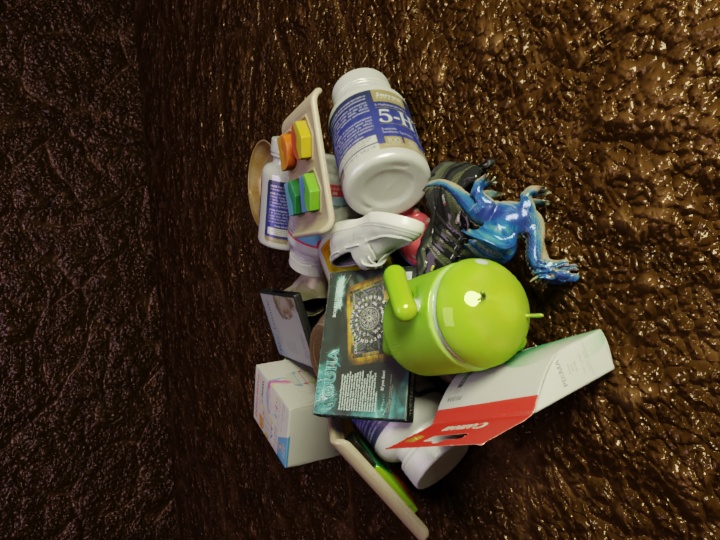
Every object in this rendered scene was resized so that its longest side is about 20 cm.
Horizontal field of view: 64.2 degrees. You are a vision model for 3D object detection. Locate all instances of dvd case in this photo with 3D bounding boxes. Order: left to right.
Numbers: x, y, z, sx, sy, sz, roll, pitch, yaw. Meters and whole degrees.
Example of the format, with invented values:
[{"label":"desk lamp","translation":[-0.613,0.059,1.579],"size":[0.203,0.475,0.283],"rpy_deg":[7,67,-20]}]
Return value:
[{"label":"dvd case","translation":[-0.139,0.108,1.114],"size":[0.200,0.017,0.144],"rpy_deg":[1,110,62]}]

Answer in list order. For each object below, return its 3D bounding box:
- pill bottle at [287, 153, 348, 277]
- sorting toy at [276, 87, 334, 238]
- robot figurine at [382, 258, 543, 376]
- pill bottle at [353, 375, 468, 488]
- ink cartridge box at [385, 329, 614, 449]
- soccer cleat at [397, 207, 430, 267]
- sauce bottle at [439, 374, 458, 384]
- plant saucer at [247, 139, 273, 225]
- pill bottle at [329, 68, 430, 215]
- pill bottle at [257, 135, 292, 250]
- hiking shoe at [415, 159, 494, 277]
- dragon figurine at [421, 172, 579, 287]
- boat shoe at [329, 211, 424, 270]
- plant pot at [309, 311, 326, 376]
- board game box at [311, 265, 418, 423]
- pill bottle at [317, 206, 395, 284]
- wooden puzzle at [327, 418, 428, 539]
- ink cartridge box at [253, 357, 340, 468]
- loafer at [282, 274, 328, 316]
[{"label":"pill bottle","translation":[-0.070,-0.094,1.011],"size":[0.109,0.108,0.201],"rpy_deg":[49,134,46]},{"label":"sorting toy","translation":[-0.089,-0.152,0.867],"size":[0.185,0.036,0.202],"rpy_deg":[-178,83,-70]},{"label":"robot figurine","translation":[0.101,0.055,0.634],"size":[0.200,0.174,0.117],"rpy_deg":[-25,51,59]},{"label":"pill bottle","translation":[0.051,0.192,0.799],"size":[0.200,0.119,0.120],"rpy_deg":[48,134,33]},{"label":"ink cartridge box","translation":[0.136,0.124,0.591],"size":[0.161,0.199,0.050],"rpy_deg":[-32,74,56]},{"label":"soccer cleat","translation":[0.062,-0.061,0.848],"size":[0.200,0.066,0.077],"rpy_deg":[53,168,36]},{"label":"sauce bottle","translation":[0.115,0.100,0.758],"size":[0.201,0.064,0.065],"rpy_deg":[65,144,33]},{"label":"plant saucer","translation":[-0.207,-0.194,1.307],"size":[0.200,0.035,0.202],"rpy_deg":[14,106,59]},{"label":"pill bottle","translation":[0.019,-0.187,0.812],"size":[0.120,0.119,0.201],"rpy_deg":[123,144,-46]},{"label":"pill bottle","translation":[-0.132,-0.149,1.102],"size":[0.120,0.119,0.202],"rpy_deg":[34,123,53]},{"label":"hiking shoe","translation":[0.124,-0.037,0.714],"size":[0.100,0.075,0.202],"rpy_deg":[10,101,62]},{"label":"dragon figurine","translation":[0.145,-0.045,0.627],"size":[0.199,0.059,0.100],"rpy_deg":[17,79,19]},{"label":"boat shoe","translation":[0.012,-0.034,0.768],"size":[0.199,0.072,0.069],"rpy_deg":[-1,76,55]},{"label":"plant pot","translation":[-0.025,0.136,0.979],"size":[0.200,0.092,0.203],"rpy_deg":[12,104,58]},{"label":"board game box","translation":[0.011,0.095,0.763],"size":[0.134,0.028,0.202],"rpy_deg":[-3,68,26]},{"label":"pill bottle","translation":[0.000,0.000,0.901],"size":[0.109,0.108,0.201],"rpy_deg":[-57,46,46]},{"label":"wooden puzzle","translation":[0.019,0.280,0.840],"size":[0.185,0.037,0.200],"rpy_deg":[49,174,-7]},{"label":"ink cartridge box","translation":[-0.128,0.266,1.137],"size":[0.200,0.124,0.130],"rpy_deg":[33,121,53]},{"label":"loafer","translation":[-0.113,0.063,1.137],"size":[0.200,0.075,0.069],"rpy_deg":[-49,47,50]}]
